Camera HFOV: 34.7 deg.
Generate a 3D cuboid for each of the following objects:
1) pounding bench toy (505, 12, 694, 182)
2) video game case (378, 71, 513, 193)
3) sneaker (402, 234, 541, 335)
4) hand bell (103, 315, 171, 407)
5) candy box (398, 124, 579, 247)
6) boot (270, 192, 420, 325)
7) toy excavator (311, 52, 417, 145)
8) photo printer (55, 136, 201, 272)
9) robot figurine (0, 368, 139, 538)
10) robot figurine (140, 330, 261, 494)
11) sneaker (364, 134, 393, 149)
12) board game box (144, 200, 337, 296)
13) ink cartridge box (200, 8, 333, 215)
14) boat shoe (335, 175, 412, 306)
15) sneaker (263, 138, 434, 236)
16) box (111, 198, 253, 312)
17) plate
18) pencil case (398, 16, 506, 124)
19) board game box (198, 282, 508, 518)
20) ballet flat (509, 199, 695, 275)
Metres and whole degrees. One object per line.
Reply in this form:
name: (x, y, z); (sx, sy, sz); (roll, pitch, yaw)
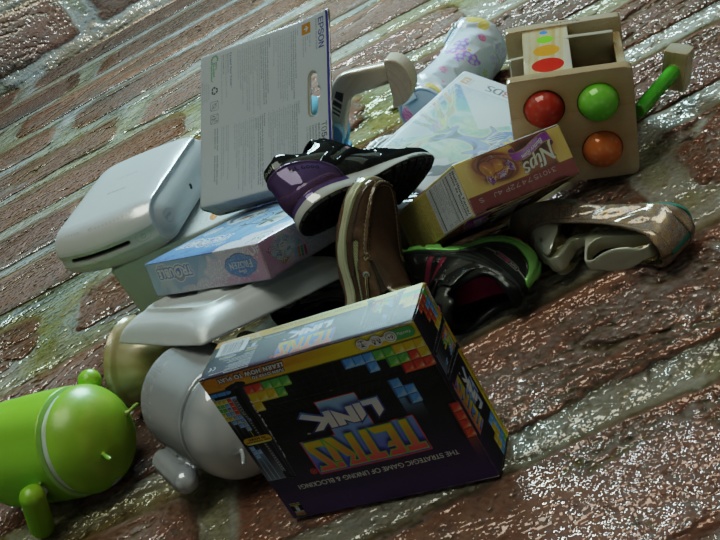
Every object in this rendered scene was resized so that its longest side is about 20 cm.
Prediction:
pounding bench toy: (0.260, -0.182, 1.215); (0.200, 0.124, 0.156); (-7, 33, 10)
video game case: (0.130, -0.149, 1.347); (0.182, 0.022, 0.200); (27, 60, 36)
sneaker: (0.076, 0.021, 1.120); (0.200, 0.077, 0.084); (-17, 31, 33)
hand bell: (-0.167, 0.101, 1.248); (0.200, 0.104, 0.104); (0, 38, 26)
candy box: (0.120, -0.074, 1.138); (0.117, 0.057, 0.200); (-22, -4, -17)
boot: (0.000, 0.000, 1.259); (0.200, 0.070, 0.132); (-27, 27, 33)
toy excavator: (-0.043, -0.177, 1.377); (0.194, 0.200, 0.100); (15, 29, 8)
photo printer: (-0.287, -0.078, 1.452); (0.166, 0.069, 0.200); (-17, 30, 26)
robot figurine: (-0.321, 0.183, 1.204); (0.200, 0.116, 0.176); (-15, 37, 29)
robot figurine: (-0.137, 0.132, 1.103); (0.200, 0.113, 0.170); (13, 70, 55)
sneaker: (0.025, -0.091, 1.391); (0.080, 0.074, 0.200); (8, 47, 28)
board game box: (-0.097, -0.038, 1.237); (0.200, 0.043, 0.199); (-8, 18, 46)
ink cartridge box: (-0.101, -0.178, 1.327); (0.200, 0.041, 0.200); (-12, 72, 34)
boat shoe: (0.024, 0.013, 1.090); (0.075, 0.203, 0.075); (6, 8, 41)
sneaker: (-0.009, -0.107, 1.160); (0.200, 0.088, 0.076); (-20, -29, -44)
box: (-0.198, -0.032, 1.471); (0.200, 0.098, 0.124); (-22, 28, 16)
plate: (-0.135, 0.025, 1.203); (0.199, 0.032, 0.200); (-27, 13, -33)
pencil case: (0.125, -0.258, 1.534); (0.083, 0.091, 0.200); (-7, 36, 39)
board game box: (-0.005, 0.112, 0.941); (0.200, 0.165, 0.057); (-18, 27, 26)
ballet flat: (0.212, -0.029, 1.078); (0.200, 0.068, 0.067); (-3, 44, 46)
